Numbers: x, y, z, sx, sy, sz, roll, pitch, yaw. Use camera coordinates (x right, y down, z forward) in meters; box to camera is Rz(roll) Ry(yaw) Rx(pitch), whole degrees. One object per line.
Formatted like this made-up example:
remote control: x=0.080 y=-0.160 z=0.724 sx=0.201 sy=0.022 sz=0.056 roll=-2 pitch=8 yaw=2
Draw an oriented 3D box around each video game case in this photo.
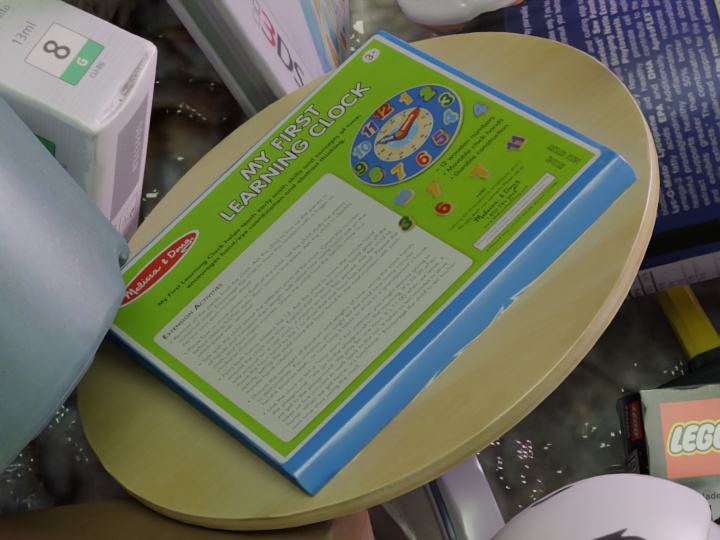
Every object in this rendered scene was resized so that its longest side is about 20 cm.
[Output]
video game case: x=-0.047 y=-0.151 z=0.860 sx=0.022 sy=0.182 sz=0.200 roll=-16 pitch=50 yaw=16

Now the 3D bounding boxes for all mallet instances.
mallet: x=0.099 y=-0.006 z=0.893 sx=0.066 sy=0.041 sz=0.200 roll=-25 pitch=62 yaw=-14

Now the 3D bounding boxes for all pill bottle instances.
pill bottle: x=0.096 y=-0.047 z=0.832 sx=0.200 sy=0.112 sz=0.112 roll=-14 pitch=63 yaw=8

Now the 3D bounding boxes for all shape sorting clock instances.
shape sorting clock: x=0.000 y=0.000 z=0.741 sx=0.200 sy=0.039 sz=0.200 roll=-18 pitch=44 yaw=18

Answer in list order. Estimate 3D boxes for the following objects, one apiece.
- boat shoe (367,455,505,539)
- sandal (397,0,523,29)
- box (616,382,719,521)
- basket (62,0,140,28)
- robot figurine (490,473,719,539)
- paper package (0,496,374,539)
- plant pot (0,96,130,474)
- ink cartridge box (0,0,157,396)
boat shoe: x=-0.025 y=0.053 z=0.826 sx=0.086 sy=0.075 sz=0.202 roll=-25 pitch=64 yaw=-17
sandal: x=0.086 y=-0.137 z=0.942 sx=0.079 sy=0.059 sz=0.207 roll=14 pitch=44 yaw=39
box: x=0.195 y=0.101 z=0.817 sx=0.200 sy=0.040 sz=0.137 roll=-5 pitch=81 yaw=-7
basket: x=-0.178 y=-0.144 z=0.885 sx=0.200 sy=0.136 sz=0.123 roll=29 pitch=60 yaw=10
robot figurine: x=0.116 y=0.147 z=0.716 sx=0.200 sy=0.125 sz=0.150 roll=34 pitch=43 yaw=-2
paper package: x=-0.091 y=0.152 z=0.677 sx=0.200 sy=0.104 sz=0.191 roll=-10 pitch=23 yaw=11
plant pot: x=-0.185 y=-0.019 z=0.687 sx=0.196 sy=0.200 sz=0.200 roll=45 pitch=62 yaw=-20
ink cartridge box: x=-0.170 y=-0.055 z=0.820 sx=0.200 sy=0.161 sz=0.050 roll=24 pitch=56 yaw=7
